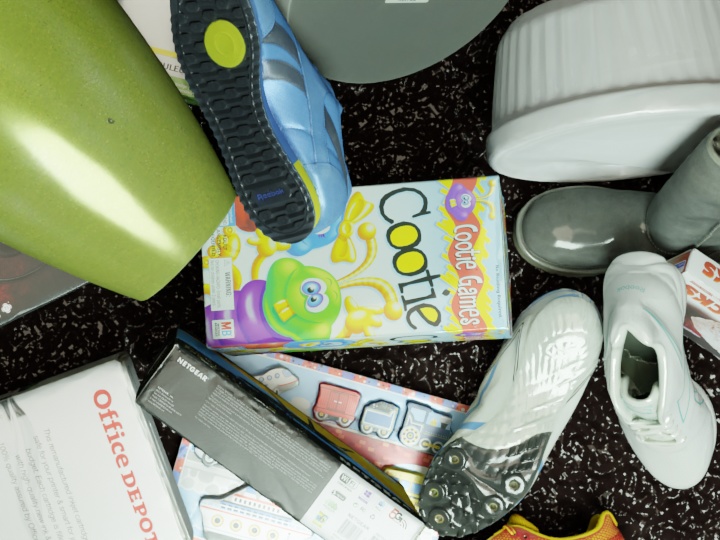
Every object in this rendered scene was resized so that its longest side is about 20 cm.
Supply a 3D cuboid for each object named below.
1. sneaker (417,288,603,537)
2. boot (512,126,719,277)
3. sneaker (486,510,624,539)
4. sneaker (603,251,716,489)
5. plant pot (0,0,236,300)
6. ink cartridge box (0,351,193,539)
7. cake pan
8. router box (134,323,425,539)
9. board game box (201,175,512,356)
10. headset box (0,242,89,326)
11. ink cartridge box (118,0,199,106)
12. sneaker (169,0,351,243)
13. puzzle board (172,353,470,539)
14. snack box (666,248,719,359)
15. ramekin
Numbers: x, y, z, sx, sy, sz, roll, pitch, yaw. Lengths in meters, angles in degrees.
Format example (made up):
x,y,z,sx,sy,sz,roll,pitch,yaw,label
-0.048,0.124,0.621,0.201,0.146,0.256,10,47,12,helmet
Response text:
x,y,z,sx,sy,sz,roll,pitch,yaw,label
0.110,0.104,1.223,0.072,0.072,0.200,33,94,4,sneaker
0.210,-0.047,1.160,0.181,0.200,0.073,-3,82,-8,boot
0.095,0.220,1.234,0.200,0.073,0.077,-12,77,-12,sneaker
0.201,0.087,1.195,0.070,0.080,0.201,-4,127,23,sneaker
-0.180,-0.081,1.065,0.200,0.187,0.187,41,88,-13,plant pot
-0.229,0.157,1.178,0.200,0.084,0.146,-19,93,-2,ink cartridge box
0.026,-0.194,1.096,0.200,0.200,0.037,-26,58,-4,cake pan
-0.056,0.118,1.150,0.200,0.149,0.051,37,89,-6,router box
0.000,0.000,1.166,0.200,0.105,0.103,-4,84,6,board game box
-0.261,-0.066,1.176,0.149,0.077,0.200,-26,96,-4,headset box
-0.089,-0.212,1.189,0.148,0.076,0.200,13,92,-6,ink cartridge box
-0.057,-0.118,1.069,0.066,0.078,0.200,-6,113,36,sneaker
-0.032,0.145,1.236,0.200,0.017,0.151,16,90,-5,puzzle board
0.292,0.054,1.224,0.200,0.072,0.024,33,63,-14,snack box
0.181,-0.127,1.165,0.202,0.202,0.094,-5,80,-6,ramekin
